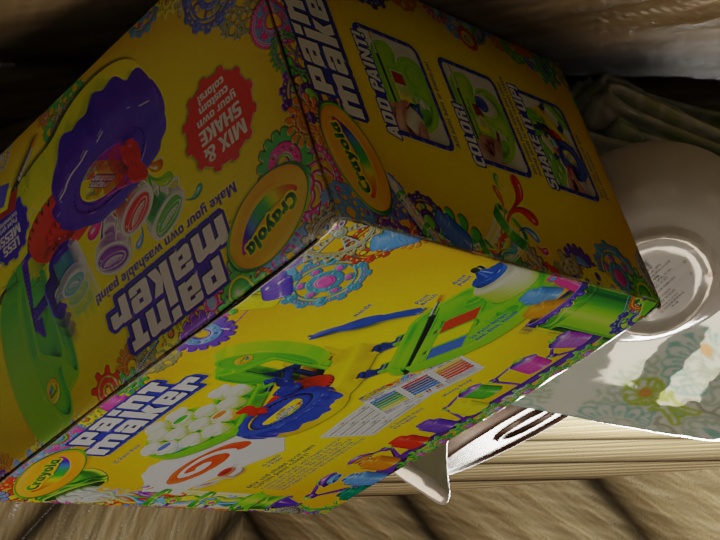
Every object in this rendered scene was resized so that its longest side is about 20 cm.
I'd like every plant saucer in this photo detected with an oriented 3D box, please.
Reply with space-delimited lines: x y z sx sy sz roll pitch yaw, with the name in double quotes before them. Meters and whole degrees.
"plant saucer" 0.105 0.086 0.953 0.199 0.035 0.200 -25 165 -7

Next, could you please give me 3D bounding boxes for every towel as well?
"towel" 0.143 0.006 0.692 0.170 0.048 0.201 14 135 -11

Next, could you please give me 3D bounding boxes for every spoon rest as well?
"spoon rest" 0.088 0.019 0.644 0.099 0.061 0.200 38 112 -26

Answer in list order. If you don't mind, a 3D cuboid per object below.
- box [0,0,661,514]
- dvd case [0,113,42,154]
"box" -0.028 -0.001 0.570 0.200 0.123 0.192 -35 150 31
"dvd case" -0.057 -0.061 0.677 0.199 0.016 0.148 -12 163 38
